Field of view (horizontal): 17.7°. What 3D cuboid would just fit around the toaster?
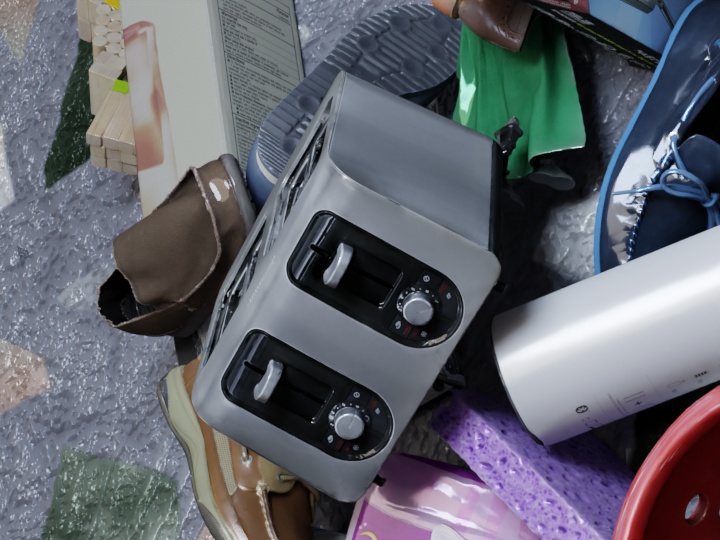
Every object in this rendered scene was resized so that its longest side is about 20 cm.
[{"bbox_3d":[0.000,0.000,1.320,0.181,0.119,0.200,-59,10,25],"label":"toaster"}]

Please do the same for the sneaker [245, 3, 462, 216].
[{"bbox_3d":[-0.008,-0.099,1.479,0.070,0.200,0.082,42,144,12],"label":"sneaker"}]

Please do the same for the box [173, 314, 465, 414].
[{"bbox_3d":[-0.032,0.044,1.506,0.200,0.050,0.158,-31,55,32],"label":"box"}]

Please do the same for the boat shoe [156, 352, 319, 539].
[{"bbox_3d":[-0.061,0.121,1.417,0.074,0.076,0.200,-35,54,9],"label":"boat shoe"}]

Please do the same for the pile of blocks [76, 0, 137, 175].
[{"bbox_3d":[-0.164,-0.140,1.702,0.062,0.082,0.200,95,169,-51],"label":"pile of blocks"}]

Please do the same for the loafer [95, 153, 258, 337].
[{"bbox_3d":[-0.119,-0.005,1.467,0.073,0.071,0.200,68,151,21],"label":"loafer"}]

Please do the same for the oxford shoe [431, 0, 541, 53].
[{"bbox_3d":[0.133,-0.211,1.416,0.073,0.071,0.200,40,77,14],"label":"oxford shoe"}]

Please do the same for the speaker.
[{"bbox_3d":[0.177,0.026,1.259,0.200,0.081,0.081,-23,59,16],"label":"speaker"}]

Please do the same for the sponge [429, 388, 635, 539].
[{"bbox_3d":[0.134,0.138,1.273,0.200,0.111,0.030,45,111,43],"label":"sponge"}]

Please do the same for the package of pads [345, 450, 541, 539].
[{"bbox_3d":[0.037,0.211,1.341,0.120,0.076,0.200,17,87,17],"label":"package of pads"}]

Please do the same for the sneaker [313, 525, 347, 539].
[{"bbox_3d":[-0.026,0.253,1.412,0.087,0.075,0.200,-1,75,37],"label":"sneaker"}]

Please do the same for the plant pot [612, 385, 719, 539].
[{"bbox_3d":[0.246,0.159,1.110,0.200,0.182,0.201,-16,65,38],"label":"plant pot"}]

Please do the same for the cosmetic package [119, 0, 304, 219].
[{"bbox_3d":[-0.096,-0.109,1.586,0.087,0.103,0.200,-27,57,33],"label":"cosmetic package"}]

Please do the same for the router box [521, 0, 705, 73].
[{"bbox_3d":[0.170,-0.229,1.345,0.062,0.150,0.200,20,90,45],"label":"router box"}]

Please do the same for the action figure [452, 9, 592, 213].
[{"bbox_3d":[0.101,-0.136,1.445,0.118,0.055,0.200,-23,54,38],"label":"action figure"}]

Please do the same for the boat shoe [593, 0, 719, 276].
[{"bbox_3d":[0.189,-0.067,1.316,0.069,0.084,0.200,12,86,50],"label":"boat shoe"}]
